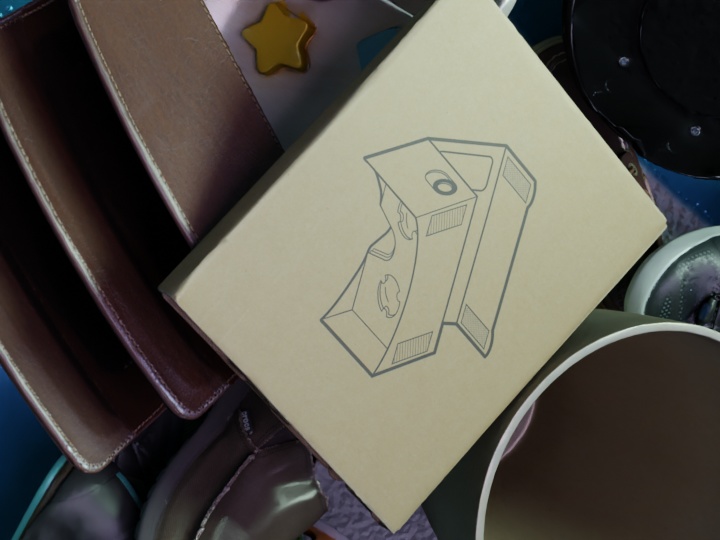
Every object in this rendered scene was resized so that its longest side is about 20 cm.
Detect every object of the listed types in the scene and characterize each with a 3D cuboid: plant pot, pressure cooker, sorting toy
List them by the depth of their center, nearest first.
[{"bbox_3d":[-0.046,-0.111,0.898,0.199,0.107,0.181,30,100,3],"label":"sorting toy"},{"bbox_3d":[0.199,-0.164,0.953,0.178,0.200,0.176,32,122,-5],"label":"pressure cooker"},{"bbox_3d":[0.099,0.097,0.967,0.185,0.200,0.190,-6,104,-23],"label":"plant pot"}]

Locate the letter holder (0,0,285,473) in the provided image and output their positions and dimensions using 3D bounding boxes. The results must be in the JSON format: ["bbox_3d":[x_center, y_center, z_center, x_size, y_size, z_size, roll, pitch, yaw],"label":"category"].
[{"bbox_3d":[-0.112,-0.028,0.825,0.201,0.100,0.142,61,38,-11],"label":"letter holder"}]

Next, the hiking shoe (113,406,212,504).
[{"bbox_3d":[-0.121,0.037,0.936,0.100,0.075,0.202,-31,119,-29],"label":"hiking shoe"}]

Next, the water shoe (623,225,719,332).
[{"bbox_3d":[0.243,0.024,1.004,0.198,0.079,0.072,4,115,-25],"label":"water shoe"}]

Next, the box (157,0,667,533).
[{"bbox_3d":[0.029,-0.007,0.820,0.200,0.021,0.164,-47,114,-10],"label":"box"}]

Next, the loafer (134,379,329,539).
[{"bbox_3d":[-0.052,0.107,0.897,0.073,0.070,0.201,77,32,-51],"label":"loafer"}]

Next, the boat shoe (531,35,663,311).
[{"bbox_3d":[0.142,-0.035,1.025,0.072,0.072,0.202,-21,110,-18],"label":"boat shoe"}]

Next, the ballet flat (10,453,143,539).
[{"bbox_3d":[-0.170,0.180,0.905,0.068,0.068,0.201,37,112,1],"label":"ballet flat"}]

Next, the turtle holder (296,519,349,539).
[{"bbox_3d":[-0.041,0.218,0.970,0.132,0.141,0.186,-45,108,-27],"label":"turtle holder"}]
